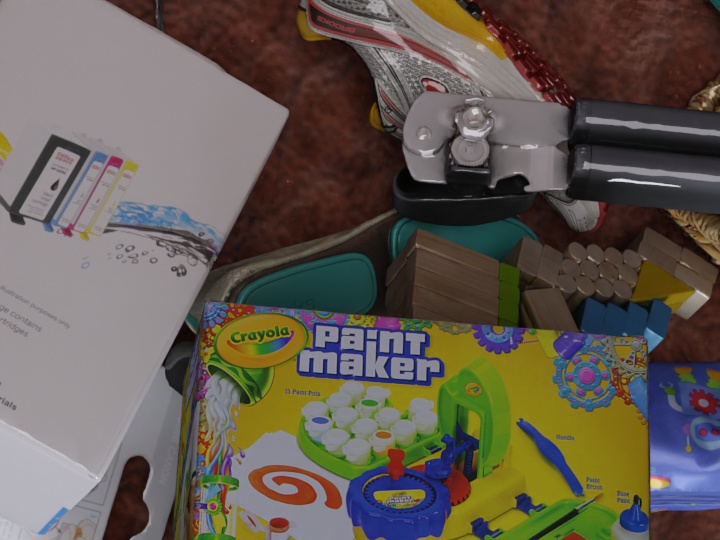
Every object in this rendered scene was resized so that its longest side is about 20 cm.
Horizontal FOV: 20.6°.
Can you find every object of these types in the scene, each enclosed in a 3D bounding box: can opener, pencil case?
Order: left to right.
[{"bbox_3d":[0.115,-0.053,0.961,0.198,0.067,0.053,3,60,3],"label":"can opener"},{"bbox_3d":[0.163,0.090,1.018,0.198,0.087,0.078,0,130,-5],"label":"pencil case"}]

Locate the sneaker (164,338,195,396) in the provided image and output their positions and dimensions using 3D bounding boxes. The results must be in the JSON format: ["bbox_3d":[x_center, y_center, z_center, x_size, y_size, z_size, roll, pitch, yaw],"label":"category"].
[{"bbox_3d":[-0.021,0.108,1.001,0.199,0.075,0.079,34,93,-9],"label":"sneaker"}]

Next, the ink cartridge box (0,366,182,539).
[{"bbox_3d":[-0.196,0.100,1.007,0.199,0.047,0.161,18,88,-17],"label":"ink cartridge box"}]

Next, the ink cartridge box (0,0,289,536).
[{"bbox_3d":[-0.151,-0.008,0.922,0.144,0.147,0.201,30,65,-8],"label":"ink cartridge box"}]

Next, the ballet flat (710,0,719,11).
[{"bbox_3d":[0.233,-0.134,0.986,0.070,0.200,0.071,-13,127,-18],"label":"ballet flat"}]

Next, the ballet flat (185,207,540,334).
[{"bbox_3d":[0.000,0.000,1.005,0.199,0.062,0.068,-10,102,-32],"label":"ballet flat"}]

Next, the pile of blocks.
[{"bbox_3d":[0.092,0.029,0.991,0.199,0.062,0.083,-2,58,-31],"label":"pile of blocks"}]

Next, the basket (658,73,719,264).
[{"bbox_3d":[0.262,-0.068,0.996,0.200,0.143,0.149,-45,96,-4],"label":"basket"}]

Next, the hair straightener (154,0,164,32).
[{"bbox_3d":[-0.171,-0.182,0.999,0.200,0.041,0.077,39,87,-5],"label":"hair straightener"}]

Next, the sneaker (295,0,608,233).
[{"bbox_3d":[0.051,-0.092,1.017,0.200,0.078,0.082,44,108,-5],"label":"sneaker"}]

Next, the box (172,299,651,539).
[{"bbox_3d":[0.018,0.128,0.878,0.198,0.122,0.194,5,70,-8],"label":"box"}]
